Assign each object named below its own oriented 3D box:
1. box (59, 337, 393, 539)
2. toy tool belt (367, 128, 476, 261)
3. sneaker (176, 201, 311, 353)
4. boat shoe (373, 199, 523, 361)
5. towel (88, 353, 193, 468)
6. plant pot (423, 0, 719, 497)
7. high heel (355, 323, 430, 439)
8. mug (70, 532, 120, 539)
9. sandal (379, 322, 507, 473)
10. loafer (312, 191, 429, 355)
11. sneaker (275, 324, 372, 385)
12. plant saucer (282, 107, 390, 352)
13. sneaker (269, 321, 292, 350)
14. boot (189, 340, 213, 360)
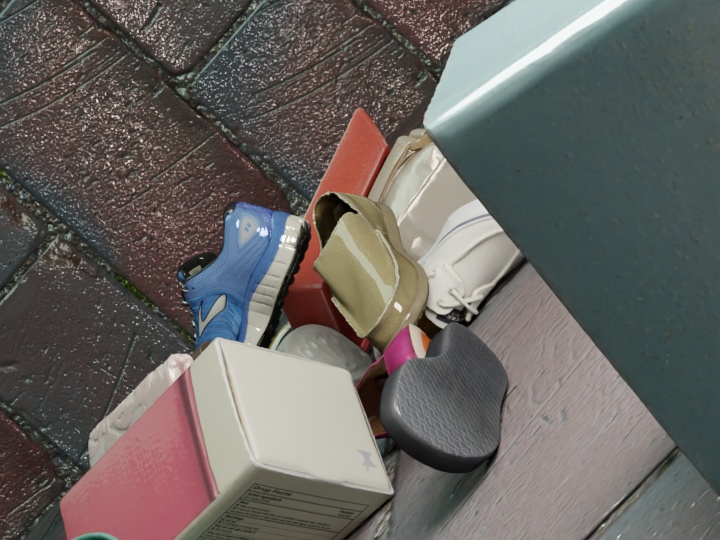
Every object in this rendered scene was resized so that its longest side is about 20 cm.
[{"bbox_3d":[-0.096,0.156,1.400,0.200,0.127,0.109,-45,48,29],"label":"box"},{"bbox_3d":[0.081,-0.084,1.825,0.201,0.125,0.123,-58,9,-5],"label":"toy tool belt"},{"bbox_3d":[-0.113,0.029,1.683,0.201,0.089,0.079,-67,-7,22],"label":"sneaker"},{"bbox_3d":[0.073,0.015,1.606,0.200,0.071,0.070,-39,38,38],"label":"boat shoe"},{"bbox_3d":[-0.150,0.185,1.598,0.032,0.192,0.200,-10,-17,-32],"label":"towel"},{"bbox_3d":[0.168,-0.064,0.832,0.200,0.197,0.196,-38,8,16],"label":"plant pot"},{"bbox_3d":[0.022,0.092,1.408,0.096,0.068,0.200,-39,-9,0],"label":"high heel"},{"bbox_3d":[-0.157,0.272,1.283,0.152,0.114,0.186,-34,34,27],"label":"mug"},{"bbox_3d":[0.051,0.086,1.251,0.043,0.076,0.200,-44,-3,17],"label":"sandal"},{"bbox_3d":[0.000,0.000,1.613,0.076,0.067,0.200,-60,23,18],"label":"loafer"},{"bbox_3d":[-0.072,0.136,1.759,0.147,0.080,0.200,-57,-8,22],"label":"sneaker"},{"bbox_3d":[-0.004,-0.013,1.865,0.200,0.037,0.200,-65,-25,-25],"label":"plant saucer"},{"bbox_3d":[-0.066,0.120,1.938,0.200,0.076,0.088,-52,22,-5],"label":"sneaker"},{"bbox_3d":[-0.104,0.159,1.613,0.070,0.200,0.147,-8,-42,-35],"label":"boot"}]
